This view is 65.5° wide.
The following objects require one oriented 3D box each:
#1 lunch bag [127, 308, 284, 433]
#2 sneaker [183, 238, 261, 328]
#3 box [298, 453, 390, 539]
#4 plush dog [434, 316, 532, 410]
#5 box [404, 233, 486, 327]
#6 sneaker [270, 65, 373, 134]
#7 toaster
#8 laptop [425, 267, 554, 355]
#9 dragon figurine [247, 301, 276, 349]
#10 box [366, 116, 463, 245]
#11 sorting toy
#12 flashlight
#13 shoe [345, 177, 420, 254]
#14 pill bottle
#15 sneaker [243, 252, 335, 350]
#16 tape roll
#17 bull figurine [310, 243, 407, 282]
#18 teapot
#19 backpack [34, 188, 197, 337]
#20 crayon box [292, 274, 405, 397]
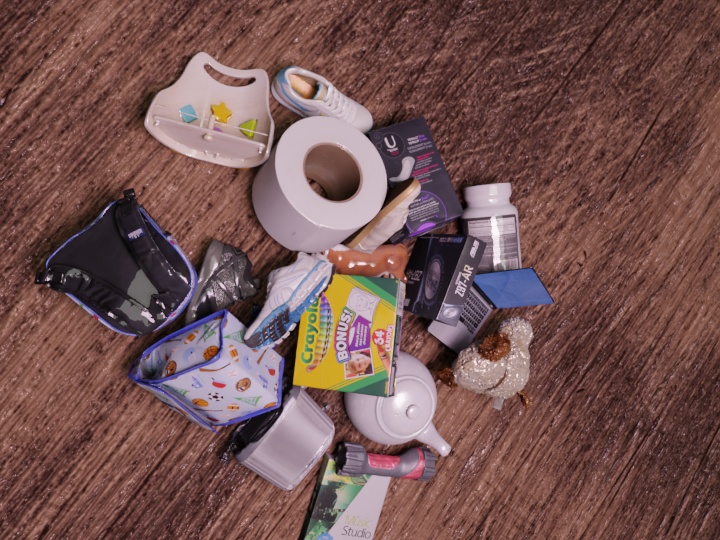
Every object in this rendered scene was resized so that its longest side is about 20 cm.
[{"bbox_3d":[-0.255,0.180,0.927,0.200,0.124,0.170,-21,131,19],"label":"lunch bag"},{"bbox_3d":[-0.241,0.056,0.984,0.114,0.076,0.200,20,81,-13],"label":"sneaker"},{"bbox_3d":[-0.031,0.476,1.112,0.144,0.036,0.200,18,86,-21],"label":"box"},{"bbox_3d":[0.246,0.192,1.084,0.172,0.161,0.200,16,131,-40],"label":"plush dog"},{"bbox_3d":[0.143,0.012,1.058,0.043,0.200,0.160,23,87,-20],"label":"box"},{"bbox_3d":[-0.063,-0.303,1.025,0.200,0.081,0.077,20,85,-21],"label":"sneaker"},{"bbox_3d":[-0.143,0.304,1.019,0.129,0.114,0.200,45,77,-19],"label":"toaster"},{"bbox_3d":[0.258,0.088,1.100,0.200,0.116,0.187,-55,141,-3],"label":"laptop"},{"bbox_3d":[-0.178,0.111,0.999,0.059,0.099,0.200,30,83,-19],"label":"dragon figurine"},{"bbox_3d":[0.088,-0.166,1.056,0.122,0.106,0.200,-20,87,-18],"label":"box"},{"bbox_3d":[-0.238,-0.282,0.959,0.200,0.107,0.180,13,76,-9],"label":"sorting toy"},{"bbox_3d":[0.051,0.370,1.098,0.200,0.068,0.068,17,130,-24],"label":"flashlight"},{"bbox_3d":[0.047,-0.091,0.979,0.053,0.200,0.070,36,46,-13],"label":"shoe"},{"bbox_3d":[0.265,-0.074,1.142,0.116,0.116,0.200,-7,95,-20],"label":"pill bottle"},{"bbox_3d":[-0.133,0.046,0.934,0.087,0.075,0.200,30,58,21],"label":"sneaker"},{"bbox_3d":[-0.073,-0.144,0.972,0.202,0.139,0.203,7,73,-25],"label":"tape roll"},{"bbox_3d":[0.000,0.000,1.077,0.200,0.065,0.122,-5,102,-15],"label":"bull figurine"},{"bbox_3d":[0.069,0.248,1.075,0.200,0.146,0.198,3,92,-19],"label":"teapot"},{"bbox_3d":[-0.362,0.008,0.893,0.200,0.154,0.191,-44,89,-5],"label":"backpack"},{"bbox_3d":[-0.019,0.110,0.980,0.172,0.058,0.200,4,82,16],"label":"crayon box"}]
